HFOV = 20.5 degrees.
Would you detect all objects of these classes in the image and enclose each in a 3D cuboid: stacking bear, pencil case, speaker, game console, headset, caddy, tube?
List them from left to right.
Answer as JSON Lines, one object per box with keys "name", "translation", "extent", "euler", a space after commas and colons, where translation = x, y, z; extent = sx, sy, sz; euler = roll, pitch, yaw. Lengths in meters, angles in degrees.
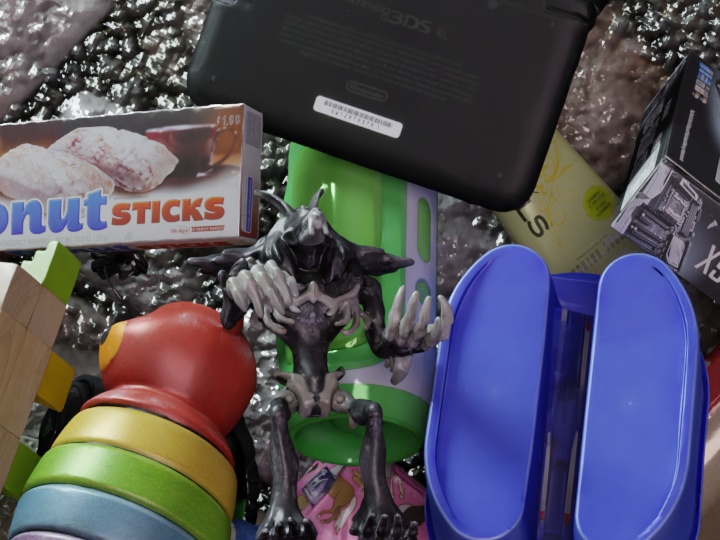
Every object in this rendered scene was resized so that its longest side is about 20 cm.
{"name": "stacking bear", "translation": [-0.112, 0.105, 0.987], "extent": [0.113, 0.121, 0.201], "euler": [27, 61, -10]}
{"name": "headset", "translation": [-0.124, 0.087, 1.096], "extent": [0.123, 0.094, 0.201], "euler": [-4, 93, -29]}
{"name": "speaker", "translation": [0.000, 0.000, 1.081], "extent": [0.088, 0.089, 0.201], "euler": [5, 63, -6]}
{"name": "game console", "translation": [0.031, -0.138, 1.098], "extent": [0.199, 0.116, 0.177], "euler": [19, 91, 13]}
{"name": "pencil case", "translation": [0.046, 0.177, 1.101], "extent": [0.200, 0.087, 0.083], "euler": [39, 52, -2]}
{"name": "tube", "translation": [0.087, -0.070, 1.144], "extent": [0.058, 0.052, 0.200], "euler": [-36, 94, 30]}
{"name": "caddy", "translation": [0.105, 0.083, 1.009], "extent": [0.141, 0.105, 0.201], "euler": [5, 64, 10]}

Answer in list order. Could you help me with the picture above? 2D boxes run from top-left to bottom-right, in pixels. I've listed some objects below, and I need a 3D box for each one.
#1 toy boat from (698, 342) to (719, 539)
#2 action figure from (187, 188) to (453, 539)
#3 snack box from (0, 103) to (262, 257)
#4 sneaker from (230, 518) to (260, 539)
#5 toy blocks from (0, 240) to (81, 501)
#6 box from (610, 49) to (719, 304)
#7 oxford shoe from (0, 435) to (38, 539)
{"name": "toy boat", "translation": [0.168, 0.088, 1.116], "extent": [0.200, 0.131, 0.131], "euler": [-44, 60, -8]}
{"name": "action figure", "translation": [-0.016, 0.034, 0.959], "extent": [0.118, 0.102, 0.201], "euler": [1, 64, -20]}
{"name": "snack box", "translation": [-0.146, -0.046, 1.078], "extent": [0.199, 0.024, 0.072], "euler": [-3, 80, 25]}
{"name": "sneaker", "translation": [-0.063, 0.227, 1.066], "extent": [0.089, 0.079, 0.201], "euler": [5, 113, -19]}
{"name": "toy blocks", "translation": [-0.242, 0.070, 1.025], "extent": [0.136, 0.100, 0.201], "euler": [5, 66, 28]}
{"name": "box", "translation": [0.221, -0.030, 1.081], "extent": [0.157, 0.200, 0.050], "euler": [35, 115, -2]}
{"name": "oxford shoe", "translation": [-0.239, 0.134, 1.090], "extent": [0.199, 0.058, 0.075], "euler": [-5, 57, -20]}
